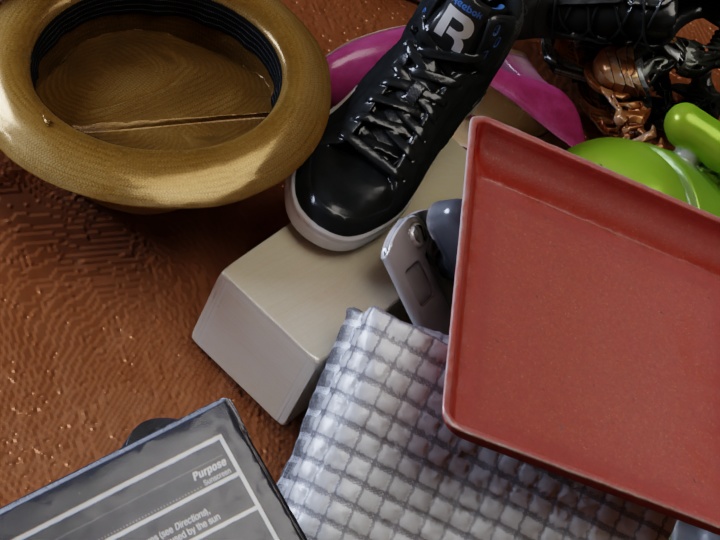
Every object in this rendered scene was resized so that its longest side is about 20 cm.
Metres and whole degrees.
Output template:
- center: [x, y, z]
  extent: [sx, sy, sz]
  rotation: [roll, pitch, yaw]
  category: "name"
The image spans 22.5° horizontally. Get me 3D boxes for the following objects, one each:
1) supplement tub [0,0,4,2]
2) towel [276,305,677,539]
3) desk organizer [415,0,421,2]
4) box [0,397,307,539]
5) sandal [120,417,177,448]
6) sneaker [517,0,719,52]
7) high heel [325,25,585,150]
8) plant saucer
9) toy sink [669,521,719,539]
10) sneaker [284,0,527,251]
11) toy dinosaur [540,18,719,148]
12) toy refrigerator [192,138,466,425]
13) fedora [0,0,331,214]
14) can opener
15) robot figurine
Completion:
- center: [-0.261, -0.254, 1.019]
  extent: [0.199, 0.145, 0.145]
  rotation: [29, 49, -10]
  category: "supplement tub"
- center: [0.054, 0.130, 0.942]
  extent: [0.199, 0.086, 0.166]
  rotation: [26, 78, -11]
  category: "towel"
- center: [0.007, -0.247, 1.212]
  extent: [0.199, 0.077, 0.072]
  rotation: [18, 52, -18]
  category: "desk organizer"
- center: [-0.100, 0.197, 0.787]
  extent: [0.199, 0.123, 0.199]
  rotation: [-25, 73, -18]
  category: "box"
- center: [-0.095, 0.161, 0.899]
  extent: [0.076, 0.043, 0.201]
  rotation: [8, 56, -25]
  category: "sandal"
- center: [0.163, -0.183, 1.190]
  extent: [0.199, 0.076, 0.091]
  rotation: [-17, 56, -8]
  category: "sneaker"
- center: [0.059, -0.098, 1.149]
  extent: [0.199, 0.067, 0.096]
  rotation: [1, 47, -44]
  category: "high heel"
- center: [0.129, 0.037, 0.933]
  extent: [0.199, 0.037, 0.200]
  rotation: [22, 49, -17]
  category: "plant saucer"
- center: [0.228, 0.158, 1.040]
  extent: [0.199, 0.112, 0.131]
  rotation: [20, 51, -17]
  category: "toy sink"
- center: [0.028, -0.106, 1.022]
  extent: [0.073, 0.112, 0.200]
  rotation: [33, 48, 4]
  category: "sneaker"
- center: [0.192, -0.131, 1.251]
  extent: [0.135, 0.102, 0.201]
  rotation: [-2, 78, -14]
  category: "toy dinosaur"
- center: [0.000, 0.000, 1.049]
  extent: [0.076, 0.070, 0.200]
  rotation: [42, 47, 11]
  category: "toy refrigerator"
- center: [-0.118, -0.091, 1.023]
  extent: [0.199, 0.082, 0.201]
  rotation: [5, 54, -7]
  category: "fedora"
- center: [0.074, 0.055, 1.002]
  extent: [0.053, 0.067, 0.201]
  rotation: [-40, 110, -42]
  category: "can opener"
- center: [0.174, -0.015, 1.104]
  extent: [0.200, 0.176, 0.116]
  rotation: [13, 26, -50]
  category: "robot figurine"
